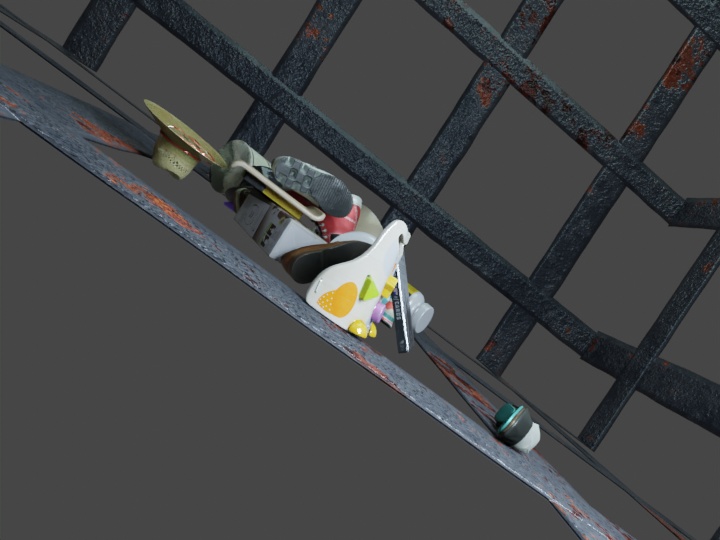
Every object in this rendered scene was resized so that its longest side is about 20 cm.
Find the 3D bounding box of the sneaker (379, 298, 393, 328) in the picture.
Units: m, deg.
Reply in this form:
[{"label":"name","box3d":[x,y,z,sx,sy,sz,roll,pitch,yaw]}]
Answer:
[{"label":"sneaker","box3d":[0.065,0.073,1.347,0.069,0.095,0.200,34,3,-10]}]

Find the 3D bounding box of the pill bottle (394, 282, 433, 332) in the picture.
[{"label":"pill bottle","box3d":[0.116,0.089,1.606,0.198,0.114,0.112,37,2,29]}]

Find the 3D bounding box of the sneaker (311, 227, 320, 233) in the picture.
[{"label":"sneaker","box3d":[-0.094,-0.050,1.500,0.199,0.089,0.075,40,3,36]}]

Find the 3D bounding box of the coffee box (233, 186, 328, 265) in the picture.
[{"label":"coffee box","box3d":[-0.155,-0.074,1.061,0.112,0.081,0.199,33,4,-41]}]

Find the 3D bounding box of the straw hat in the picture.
[{"label":"straw hat","box3d":[-0.349,-0.223,1.030,0.199,0.086,0.201,39,7,-6]}]

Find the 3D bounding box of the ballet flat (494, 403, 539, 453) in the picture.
[{"label":"ballet flat","box3d":[0.272,0.268,0.933,0.068,0.068,0.200,44,4,14]}]

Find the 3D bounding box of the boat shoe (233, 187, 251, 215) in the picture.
[{"label":"boat shoe","box3d":[-0.217,-0.139,1.224,0.072,0.078,0.202,-6,-7,11]}]

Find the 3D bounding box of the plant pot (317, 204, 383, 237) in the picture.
[{"label":"plant pot","box3d":[-0.042,-0.048,1.350,0.132,0.206,0.199,-21,42,-35]}]

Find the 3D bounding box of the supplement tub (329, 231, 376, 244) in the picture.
[{"label":"supplement tub","box3d":[0.000,0.000,1.136,0.143,0.147,0.200,35,2,13]}]

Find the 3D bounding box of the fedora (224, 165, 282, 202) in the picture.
[{"label":"fedora","box3d":[-0.239,-0.199,1.350,0.193,0.095,0.201,9,-12,2]}]

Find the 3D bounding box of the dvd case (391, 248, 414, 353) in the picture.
[{"label":"dvd case","box3d":[0.079,0.053,1.072,0.024,0.208,0.150,-8,-5,9]}]

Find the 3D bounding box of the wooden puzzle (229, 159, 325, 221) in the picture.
[{"label":"wooden puzzle","box3d":[-0.169,-0.154,1.068,0.196,0.038,0.185,31,4,-17]}]

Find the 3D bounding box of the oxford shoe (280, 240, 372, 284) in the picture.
[{"label":"oxford shoe","box3d":[-0.052,-0.025,0.976,0.195,0.074,0.071,-4,21,-36]}]

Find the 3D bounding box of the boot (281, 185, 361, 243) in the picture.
[{"label":"boot","box3d":[-0.102,-0.114,1.249,0.193,0.150,0.073,13,-13,-3]}]

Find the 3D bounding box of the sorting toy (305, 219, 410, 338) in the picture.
[{"label":"sorting toy","box3d":[0.020,0.005,0.876,0.105,0.183,0.200,34,2,12]}]

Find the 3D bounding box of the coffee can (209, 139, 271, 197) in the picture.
[{"label":"coffee can","box3d":[-0.294,-0.241,1.489,0.145,0.149,0.199,36,2,32]}]

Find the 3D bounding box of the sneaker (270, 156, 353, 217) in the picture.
[{"label":"sneaker","box3d":[-0.100,-0.183,1.144,0.197,0.075,0.088,31,5,-28]}]

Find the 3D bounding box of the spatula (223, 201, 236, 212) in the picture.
[{"label":"spatula","box3d":[-0.261,-0.137,1.313,0.056,0.021,0.199,32,3,18]}]
